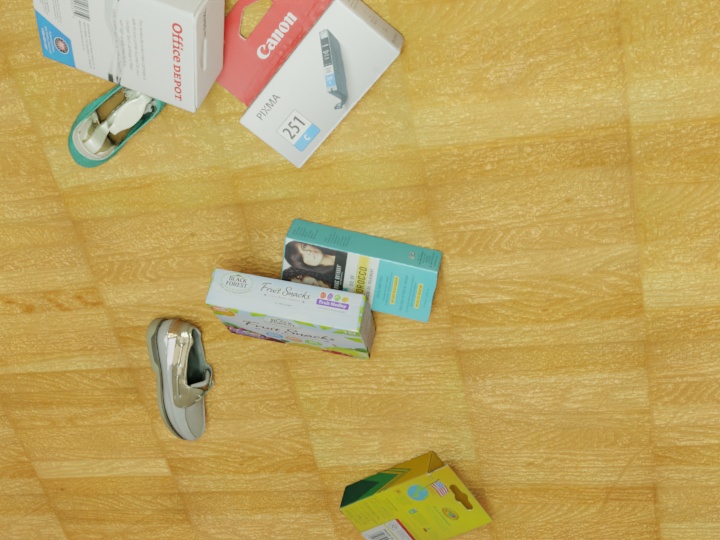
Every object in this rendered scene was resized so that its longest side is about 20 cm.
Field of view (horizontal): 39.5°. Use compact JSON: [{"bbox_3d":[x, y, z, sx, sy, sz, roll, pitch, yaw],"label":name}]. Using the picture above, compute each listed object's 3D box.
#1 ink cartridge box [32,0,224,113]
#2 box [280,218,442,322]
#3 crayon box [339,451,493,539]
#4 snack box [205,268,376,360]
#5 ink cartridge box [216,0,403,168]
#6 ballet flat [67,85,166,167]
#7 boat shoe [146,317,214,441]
[{"bbox_3d":[-0.253,-0.281,1.108,0.198,0.085,0.147,21,145,5],"label":"ink cartridge box"},{"bbox_3d":[0.000,0.000,1.283,0.197,0.049,0.083,12,124,5],"label":"box"},{"bbox_3d":[0.084,0.347,1.486,0.199,0.051,0.127,-27,113,28],"label":"crayon box"},{"bbox_3d":[-0.085,0.058,1.291,0.197,0.054,0.142,10,161,10],"label":"snack box"},{"bbox_3d":[-0.078,-0.243,1.148,0.176,0.045,0.200,37,123,-13],"label":"ink cartridge box"},{"bbox_3d":[-0.305,-0.181,1.226,0.199,0.071,0.067,-35,110,30],"label":"ballet flat"},{"bbox_3d":[-0.248,0.161,1.432,0.068,0.075,0.202,1,122,19],"label":"boat shoe"}]
